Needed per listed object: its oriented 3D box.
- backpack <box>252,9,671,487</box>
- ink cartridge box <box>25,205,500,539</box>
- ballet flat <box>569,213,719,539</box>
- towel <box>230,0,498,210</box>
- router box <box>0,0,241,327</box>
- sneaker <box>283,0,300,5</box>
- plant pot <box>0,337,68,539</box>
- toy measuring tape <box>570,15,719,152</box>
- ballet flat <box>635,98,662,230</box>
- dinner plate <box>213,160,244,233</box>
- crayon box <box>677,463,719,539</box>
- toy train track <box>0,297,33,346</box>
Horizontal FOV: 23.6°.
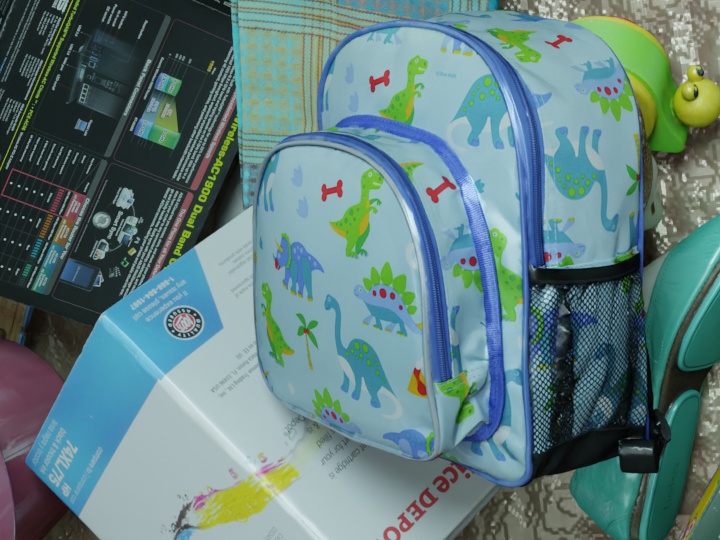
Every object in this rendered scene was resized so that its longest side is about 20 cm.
[{"bbox_3d":[0.040,-0.015,0.789,0.182,0.146,0.203,16,109,52],"label":"backpack"},{"bbox_3d":[-0.046,0.099,0.924,0.200,0.146,0.146,44,135,9],"label":"ink cartridge box"},{"bbox_3d":[0.154,0.045,0.902,0.070,0.067,0.202,26,107,31],"label":"ballet flat"},{"bbox_3d":[0.000,-0.108,0.891,0.145,0.022,0.202,11,122,18],"label":"towel"},{"bbox_3d":[-0.149,-0.075,0.956,0.149,0.062,0.201,21,104,-24],"label":"router box"},{"bbox_3d":[0.029,-0.206,0.899,0.075,0.082,0.201,40,112,11],"label":"sneaker"},{"bbox_3d":[-0.257,0.118,0.990,0.198,0.179,0.203,4,101,23],"label":"plant pot"},{"bbox_3d":[0.089,-0.099,0.897,0.198,0.073,0.074,7,102,22],"label":"toy measuring tape"},{"bbox_3d":[0.114,-0.025,0.876,0.201,0.065,0.071,117,143,-51],"label":"ballet flat"},{"bbox_3d":[0.000,0.000,0.981,0.198,0.024,0.203,4,102,22],"label":"dinner plate"},{"bbox_3d":[0.190,0.126,0.839,0.058,0.172,0.202,29,109,12],"label":"crayon box"},{"bbox_3d":[-0.205,0.003,1.063,0.114,0.033,0.202,24,109,15],"label":"toy train track"}]
